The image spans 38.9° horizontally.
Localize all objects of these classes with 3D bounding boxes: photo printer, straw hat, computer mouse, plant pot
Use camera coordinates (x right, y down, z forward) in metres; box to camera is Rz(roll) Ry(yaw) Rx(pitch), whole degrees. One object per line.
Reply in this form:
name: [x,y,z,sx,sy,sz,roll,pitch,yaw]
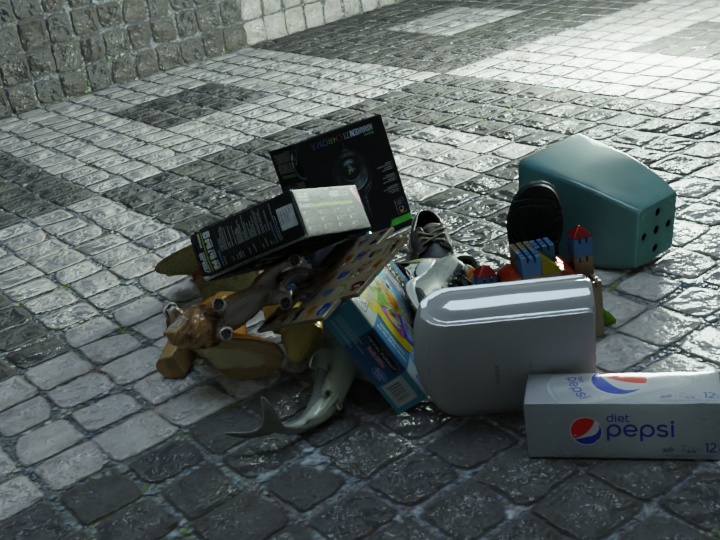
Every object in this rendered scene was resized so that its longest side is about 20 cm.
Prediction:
photo printer: [0.158,0.086,1.120,0.197,0.168,0.070,-5,43,8]
straw hat: [-0.197,0.008,1.512,0.199,0.086,0.201,-20,-8,-3]
computer mouse: [0.000,0.000,1.404,0.199,0.034,0.059,17,70,43]
plant pot: [0.351,-0.090,1.486,0.141,0.143,0.199,-25,35,-32]

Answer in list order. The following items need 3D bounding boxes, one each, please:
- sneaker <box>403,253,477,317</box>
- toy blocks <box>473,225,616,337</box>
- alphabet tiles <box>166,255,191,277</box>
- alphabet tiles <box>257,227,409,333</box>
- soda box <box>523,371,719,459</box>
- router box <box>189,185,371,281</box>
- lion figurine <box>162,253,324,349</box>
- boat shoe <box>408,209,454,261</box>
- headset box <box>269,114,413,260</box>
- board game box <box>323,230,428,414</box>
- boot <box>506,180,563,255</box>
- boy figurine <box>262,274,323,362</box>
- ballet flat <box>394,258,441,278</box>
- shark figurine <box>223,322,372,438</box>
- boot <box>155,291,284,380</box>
sneaker: [0.106,0.025,1.285,0.079,0.074,0.200,-23,16,19]
toy blocks: [0.220,0.025,1.265,0.198,0.138,0.100,-12,23,-5]
alphabet tiles: [-0.206,-0.033,1.581,0.198,0.015,0.196,-17,-9,-17]
alphabet tiles: [-0.026,0.008,1.208,0.167,0.008,0.199,-48,18,-28]
soda box: [0.271,0.149,1.052,0.198,0.069,0.064,-3,24,16]
router box: [-0.094,-0.049,1.261,0.149,0.063,0.200,-23,-3,23]
lion figurine: [-0.147,0.042,1.265,0.198,0.073,0.122,-22,2,-21]
boat shoe: [0.102,-0.034,1.523,0.074,0.074,0.200,-11,23,-3]
headset box: [-0.027,-0.126,1.636,0.173,0.202,0.092,-22,10,-30]
board game box: [0.028,0.057,1.242,0.047,0.151,0.200,-32,17,20]
boot: [0.239,-0.059,1.385,0.072,0.200,0.163,-1,31,11]
boy figurine: [-0.081,0.060,1.347,0.124,0.065,0.200,33,13,-9]
ballet flat: [0.049,0.017,1.428,0.198,0.071,0.071,0,25,31]
shark figurine: [-0.058,0.145,1.210,0.089,0.128,0.215,-20,27,49]
boot: [-0.170,0.077,1.362,0.199,0.071,0.145,-7,33,26]
